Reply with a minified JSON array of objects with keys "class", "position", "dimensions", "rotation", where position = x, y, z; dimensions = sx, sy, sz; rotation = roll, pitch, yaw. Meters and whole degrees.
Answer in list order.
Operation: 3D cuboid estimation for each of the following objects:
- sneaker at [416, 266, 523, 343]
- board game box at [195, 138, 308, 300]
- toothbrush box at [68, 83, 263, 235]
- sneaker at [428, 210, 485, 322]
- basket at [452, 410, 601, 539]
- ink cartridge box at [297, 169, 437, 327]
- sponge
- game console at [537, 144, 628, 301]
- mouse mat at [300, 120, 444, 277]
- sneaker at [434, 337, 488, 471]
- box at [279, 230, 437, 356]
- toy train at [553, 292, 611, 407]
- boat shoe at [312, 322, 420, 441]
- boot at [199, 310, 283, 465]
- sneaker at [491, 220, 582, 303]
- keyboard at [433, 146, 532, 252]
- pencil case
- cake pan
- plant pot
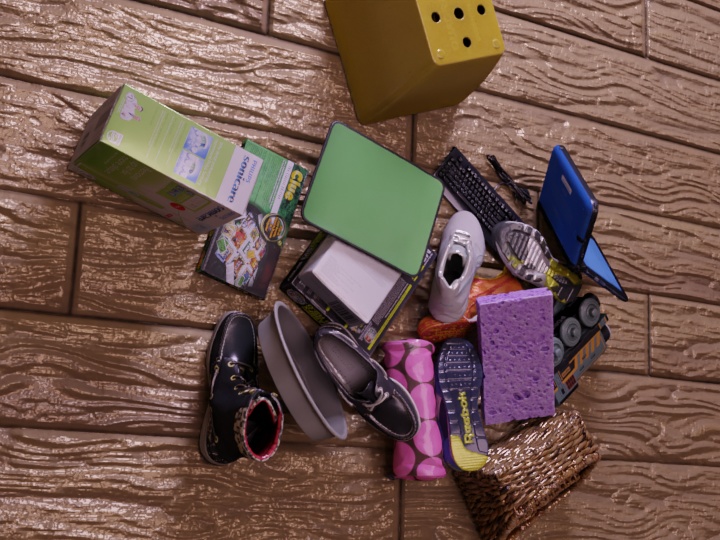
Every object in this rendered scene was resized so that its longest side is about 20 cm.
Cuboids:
[{"class":"sneaker","position":[0.159,0.053,1.614],"dimensions":[0.199,0.073,0.077],"rotation":[-21,69,-33]},{"class":"board game box","position":[-0.147,-0.070,1.468],"dimensions":[0.104,0.023,0.201],"rotation":[26,71,-23]},{"class":"toothbrush box","position":[-0.248,-0.135,1.347],"dimensions":[0.199,0.145,0.087],"rotation":[26,69,-25]},{"class":"sneaker","position":[0.148,-0.021,1.573],"dimensions":[0.070,0.081,0.201],"rotation":[10,50,6]},{"class":"basket","position":[0.268,0.317,1.582],"dimensions":[0.199,0.143,0.150],"rotation":[-27,95,-31]},{"class":"ink cartridge box","position":[0.013,-0.032,1.489],"dimensions":[0.109,0.050,0.200],"rotation":[44,63,-16]},{"class":"sponge","position":[0.232,0.129,1.584],"dimensions":[0.111,0.030,0.201],"rotation":[-7,111,-4]},{"class":"game console","position":[0.360,-0.076,1.660],"dimensions":[0.117,0.200,0.172],"rotation":[3,124,-11]},{"class":"mouse mat","position":[0.021,-0.098,1.473],"dimensions":[0.199,0.008,0.162],"rotation":[28,66,-23]},{"class":"sneaker","position":[0.137,0.199,1.567],"dimensions":[0.073,0.082,0.201],"rotation":[4,70,-15]},{"class":"box","position":[0.000,0.000,1.531],"dimensions":[0.160,0.044,0.200],"rotation":[43,64,-18]},{"class":"toy train","position":[0.324,0.123,1.687],"dimensions":[0.200,0.085,0.114],"rotation":[-41,115,-31]},{"class":"boat shoe","position":[0.007,0.155,1.447],"dimensions":[0.074,0.060,0.200],"rotation":[-37,91,6]},{"class":"boot","position":[-0.143,0.148,1.357],"dimensions":[0.073,0.154,0.205],"rotation":[13,77,-27]},{"class":"sneaker","position":[0.258,-0.011,1.652],"dimensions":[0.200,0.084,0.075],"rotation":[38,78,-33]},{"class":"keyboard","position":[0.208,-0.119,1.687],"dimensions":[0.200,0.021,0.127],"rotation":[45,63,-18]},{"class":"pencil case","position":[0.076,0.199,1.521],"dimensions":[0.094,0.090,0.202],"rotation":[16,69,-69]},{"class":"cake pan","position":[-0.078,0.137,1.394],"dimensions":[0.037,0.200,0.201],"rotation":[-27,98,6]},{"class":"plant pot","position":[0.096,-0.349,1.566],"dimensions":[0.199,0.176,0.201],"rotation":[-17,91,-32]}]
